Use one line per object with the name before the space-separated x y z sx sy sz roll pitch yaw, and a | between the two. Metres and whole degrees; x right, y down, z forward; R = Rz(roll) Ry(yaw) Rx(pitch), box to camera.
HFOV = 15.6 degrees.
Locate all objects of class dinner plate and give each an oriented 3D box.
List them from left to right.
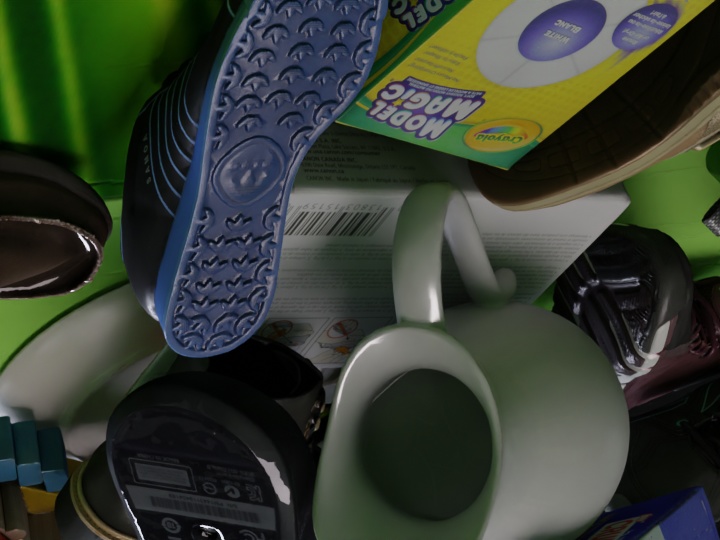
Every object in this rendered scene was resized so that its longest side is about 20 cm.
dinner plate | -0.083 0.055 1.277 0.199 0.024 0.200 -18 153 -9

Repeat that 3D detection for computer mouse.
computer mouse | -0.059 0.112 1.154 0.138 0.053 0.201 11 133 19

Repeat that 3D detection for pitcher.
pitcher | 0.052 0.049 1.175 0.120 0.173 0.200 6 -178 21

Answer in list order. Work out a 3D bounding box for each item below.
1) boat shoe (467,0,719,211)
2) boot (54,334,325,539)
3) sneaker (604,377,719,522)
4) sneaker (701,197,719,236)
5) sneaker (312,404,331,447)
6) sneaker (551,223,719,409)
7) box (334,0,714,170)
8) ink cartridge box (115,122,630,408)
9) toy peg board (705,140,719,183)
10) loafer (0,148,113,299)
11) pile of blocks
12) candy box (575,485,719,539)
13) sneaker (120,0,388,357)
boat shoe | 0.141 -0.080 1.138 0.199 0.072 0.064 -30 151 13
boot | -0.025 0.090 1.229 0.199 0.078 0.139 4 138 -37
sneaker | 0.190 0.083 1.370 0.079 0.076 0.200 -46 169 37
sneaker | 0.206 -0.046 1.148 0.139 0.200 0.078 -30 108 28
sneaker | -0.011 0.085 1.354 0.199 0.072 0.083 -24 140 -7
sneaker | 0.160 0.016 1.341 0.115 0.076 0.200 -18 164 -17
box | 0.067 -0.108 1.062 0.117 0.049 0.200 11 140 -46
ink cartridge box | 0.000 0.000 1.214 0.199 0.044 0.174 0 147 -37
toy peg board | 0.264 -0.018 1.224 0.199 0.200 0.098 -33 136 21
loafer | -0.185 -0.002 1.044 0.199 0.071 0.073 1 146 -37
pile of blocks | -0.188 0.105 1.219 0.199 0.062 0.082 13 142 -37
candy box | 0.061 0.182 1.254 0.199 0.077 0.169 -21 -179 33
sneaker | -0.052 -0.066 1.039 0.070 0.078 0.201 3 123 -34
